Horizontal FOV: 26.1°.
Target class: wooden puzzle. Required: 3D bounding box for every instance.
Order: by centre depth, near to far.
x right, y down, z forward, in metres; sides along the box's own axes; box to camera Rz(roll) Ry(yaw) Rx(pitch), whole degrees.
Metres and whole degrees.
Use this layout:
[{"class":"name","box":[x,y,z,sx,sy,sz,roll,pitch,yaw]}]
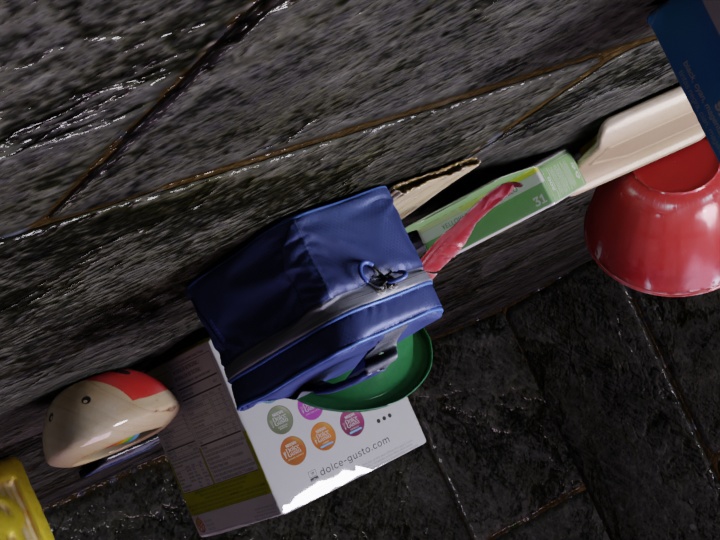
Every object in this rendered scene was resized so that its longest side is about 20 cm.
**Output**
[{"class":"wooden puzzle","box":[0.292,-0.146,1.545,0.184,0.037,0.200,-24,169,-10]}]

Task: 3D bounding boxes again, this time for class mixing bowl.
[{"class":"mixing bowl","box":[0.339,-0.083,1.680,0.199,0.201,0.109,-24,140,-9]}]

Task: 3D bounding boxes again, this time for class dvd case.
[{"class":"dvd case","box":[-0.407,0.315,2.716,0.142,0.018,0.200,-22,174,-27]}]

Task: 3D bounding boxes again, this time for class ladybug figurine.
[{"class":"ladybug figurine","box":[-0.260,0.147,1.594,0.135,0.072,0.200,-27,173,10]}]

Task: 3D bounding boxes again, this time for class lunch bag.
[{"class":"lunch bag","box":[-0.029,0.030,1.240,0.135,0.133,0.200,-20,173,-39]}]

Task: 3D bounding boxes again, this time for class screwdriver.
[{"class":"screwdriver","box":[0.000,0.000,1.609,0.199,0.029,0.028,-30,172,32]}]

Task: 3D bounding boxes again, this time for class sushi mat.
[{"class":"sushi mat","box":[0.021,-0.048,1.348,0.095,0.012,0.200,-23,173,-32]}]

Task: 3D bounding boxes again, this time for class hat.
[{"class":"hat","box":[0.006,-0.002,1.357,0.200,0.165,0.177,-40,153,-46]}]

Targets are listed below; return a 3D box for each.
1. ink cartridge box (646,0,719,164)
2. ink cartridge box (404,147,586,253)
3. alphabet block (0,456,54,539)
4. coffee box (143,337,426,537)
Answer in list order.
[{"class":"ink cartridge box","box":[0.324,-0.158,1.000,0.147,0.145,0.200,-18,170,-47]},{"class":"ink cartridge box","box":[0.116,-0.053,1.473,0.145,0.048,0.200,-28,-179,29]},{"class":"alphabet block","box":[-0.509,0.372,1.927,0.200,0.197,0.195,-30,174,41]},{"class":"coffee box","box":[-0.091,0.150,1.689,0.199,0.199,0.200,-22,177,-34]}]
